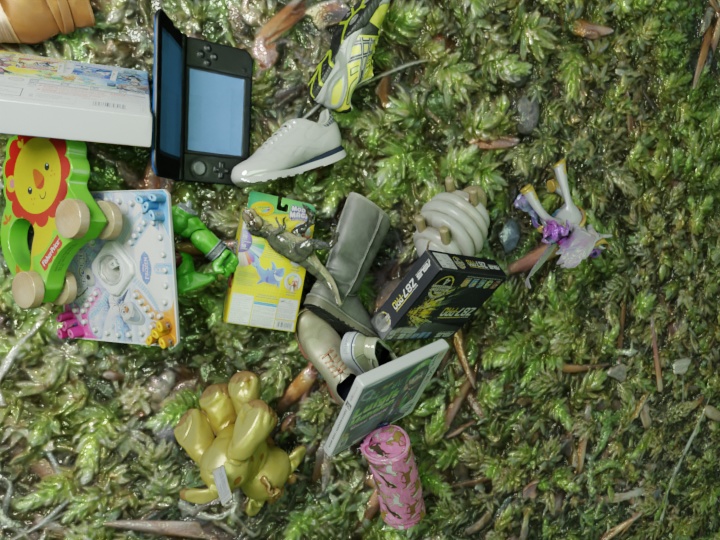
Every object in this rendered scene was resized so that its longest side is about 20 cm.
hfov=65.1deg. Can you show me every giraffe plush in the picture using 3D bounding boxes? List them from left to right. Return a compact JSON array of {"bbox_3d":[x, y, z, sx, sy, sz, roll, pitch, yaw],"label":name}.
[{"bbox_3d":[-0.167,0.281,0.861,0.171,0.202,0.162,-28,136,14],"label":"giraffe plush"}]

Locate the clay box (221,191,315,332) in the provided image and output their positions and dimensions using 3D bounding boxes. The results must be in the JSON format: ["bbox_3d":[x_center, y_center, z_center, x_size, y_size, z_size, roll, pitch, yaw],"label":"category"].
[{"bbox_3d":[-0.143,-0.013,0.885,0.113,0.047,0.204,11,91,-23],"label":"clay box"}]

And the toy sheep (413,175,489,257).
[{"bbox_3d":[0.151,-0.068,0.960,0.200,0.137,0.138,-47,111,-16],"label":"toy sheep"}]

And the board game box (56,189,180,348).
[{"bbox_3d":[-0.332,-0.002,0.746,0.196,0.026,0.204,2,98,21],"label":"board game box"}]

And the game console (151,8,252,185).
[{"bbox_3d":[-0.212,-0.224,0.777,0.168,0.118,0.204,-1,97,-34],"label":"game console"}]

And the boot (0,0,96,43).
[{"bbox_3d":[-0.432,-0.393,0.704,0.152,0.074,0.204,-17,115,-19],"label":"boot"}]

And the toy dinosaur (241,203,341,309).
[{"bbox_3d":[-0.082,-0.042,0.847,0.199,0.047,0.089,40,89,-5],"label":"toy dinosaur"}]

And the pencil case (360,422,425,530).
[{"bbox_3d":[0.058,0.358,0.969,0.082,0.087,0.203,-24,123,-14],"label":"pencil case"}]

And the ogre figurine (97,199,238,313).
[{"bbox_3d":[-0.282,-0.022,0.793,0.196,0.098,0.122,-13,103,15],"label":"ogre figurine"}]

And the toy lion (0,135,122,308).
[{"bbox_3d":[-0.404,-0.083,0.722,0.200,0.068,0.192,-47,73,21],"label":"toy lion"}]

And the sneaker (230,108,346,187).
[{"bbox_3d":[-0.115,-0.184,0.862,0.198,0.076,0.082,-28,110,-32],"label":"sneaker"}]

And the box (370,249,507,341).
[{"bbox_3d":[0.132,0.045,0.932,0.198,0.049,0.162,6,132,-47],"label":"box"}]

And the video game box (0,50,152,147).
[{"bbox_3d":[-0.363,-0.214,0.696,0.196,0.183,0.047,1,126,-23],"label":"video game box"}]

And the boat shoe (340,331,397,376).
[{"bbox_3d":[0.033,0.159,0.929,0.200,0.061,0.073,44,57,-54],"label":"boat shoe"}]

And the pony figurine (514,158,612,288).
[{"bbox_3d":[0.375,-0.078,1.060,0.192,0.166,0.201,-37,94,-23],"label":"pony figurine"}]

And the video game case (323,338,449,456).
[{"bbox_3d":[0.044,0.207,0.920,0.198,0.023,0.184,-16,139,-40],"label":"video game case"}]

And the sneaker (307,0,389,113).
[{"bbox_3d":[-0.008,-0.346,0.897,0.076,0.075,0.202,30,95,-30],"label":"sneaker"}]

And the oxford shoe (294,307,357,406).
[{"bbox_3d":[-0.043,0.148,0.933,0.070,0.074,0.202,-37,109,-15],"label":"oxford shoe"}]

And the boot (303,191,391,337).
[{"bbox_3d":[0.002,0.001,0.939,0.182,0.072,0.203,42,60,-42],"label":"boot"}]
